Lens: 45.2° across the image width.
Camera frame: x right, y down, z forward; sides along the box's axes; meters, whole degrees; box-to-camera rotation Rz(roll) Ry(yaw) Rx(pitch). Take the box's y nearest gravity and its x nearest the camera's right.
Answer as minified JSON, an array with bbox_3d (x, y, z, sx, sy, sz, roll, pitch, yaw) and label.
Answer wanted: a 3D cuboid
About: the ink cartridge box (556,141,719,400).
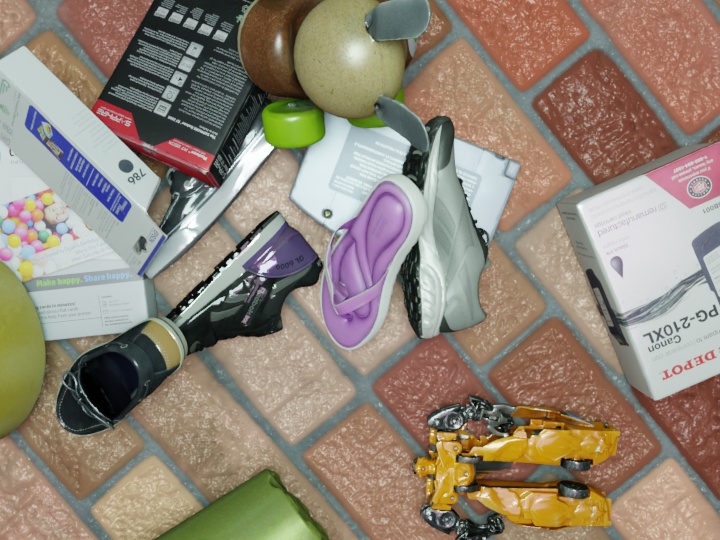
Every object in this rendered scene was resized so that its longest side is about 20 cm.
[{"bbox_3d":[0.296,0.000,0.820,0.144,0.084,0.201,-23,95,2],"label":"ink cartridge box"}]

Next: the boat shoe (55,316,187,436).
[{"bbox_3d":[-0.235,0.106,0.794,0.200,0.062,0.075,-33,94,38],"label":"boat shoe"}]

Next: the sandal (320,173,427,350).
[{"bbox_3d":[-0.005,-0.005,0.786,0.082,0.050,0.203,45,133,26],"label":"sandal"}]

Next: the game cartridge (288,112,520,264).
[{"bbox_3d":[0.039,-0.078,0.833,0.199,0.042,0.134,22,99,-3],"label":"game cartridge"}]

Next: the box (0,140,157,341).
[{"bbox_3d":[-0.285,-0.036,0.828,0.155,0.041,0.202,-5,95,-1],"label":"box"}]

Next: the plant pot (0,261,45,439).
[{"bbox_3d":[-0.405,0.079,0.761,0.198,0.142,0.202,2,97,15],"label":"plant pot"}]

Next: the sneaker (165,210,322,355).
[{"bbox_3d":[-0.121,0.043,0.824,0.200,0.076,0.088,-44,101,3],"label":"sneaker"}]

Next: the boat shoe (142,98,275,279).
[{"bbox_3d":[-0.148,-0.084,0.810,0.068,0.072,0.200,40,91,-6],"label":"boat shoe"}]

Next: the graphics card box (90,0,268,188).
[{"bbox_3d":[-0.140,-0.188,0.774,0.125,0.051,0.201,23,80,10],"label":"graphics card box"}]

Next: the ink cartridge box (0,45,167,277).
[{"bbox_3d":[-0.240,-0.090,0.755,0.200,0.099,0.039,47,55,-5],"label":"ink cartridge box"}]

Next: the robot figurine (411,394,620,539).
[{"bbox_3d":[0.148,0.195,0.850,0.198,0.058,0.146,4,95,-2],"label":"robot figurine"}]

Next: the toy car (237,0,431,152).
[{"bbox_3d":[0.006,-0.171,0.675,0.157,0.200,0.165,-18,119,-23],"label":"toy car"}]

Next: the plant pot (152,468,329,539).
[{"bbox_3d":[-0.120,0.292,0.806,0.190,0.200,0.200,-40,95,-10],"label":"plant pot"}]

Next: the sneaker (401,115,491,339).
[{"bbox_3d":[0.079,-0.040,0.791,0.079,0.074,0.202,-5,102,-10],"label":"sneaker"}]
